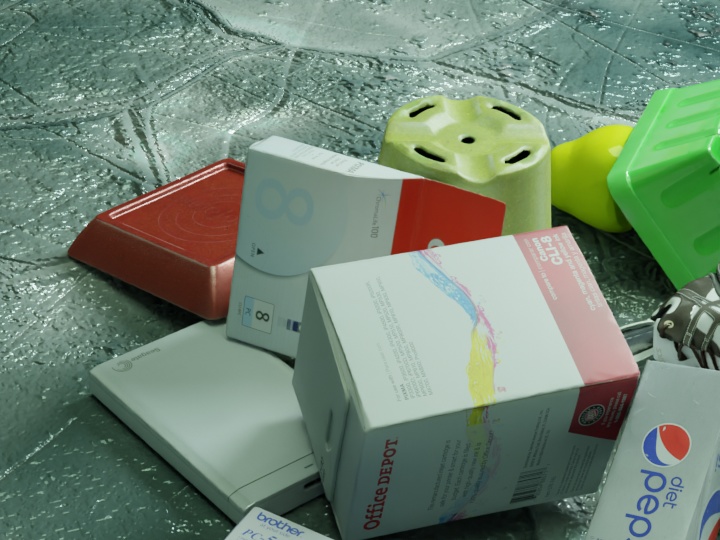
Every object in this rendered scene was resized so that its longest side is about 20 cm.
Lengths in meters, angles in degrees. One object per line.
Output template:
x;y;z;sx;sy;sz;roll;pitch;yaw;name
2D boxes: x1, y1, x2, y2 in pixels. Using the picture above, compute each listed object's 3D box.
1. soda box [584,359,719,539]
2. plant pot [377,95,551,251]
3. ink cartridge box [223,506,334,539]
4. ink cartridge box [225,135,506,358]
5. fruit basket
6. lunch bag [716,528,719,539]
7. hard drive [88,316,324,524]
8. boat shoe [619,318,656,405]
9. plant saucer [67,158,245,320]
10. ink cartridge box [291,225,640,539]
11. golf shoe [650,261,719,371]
0.198;0.162;1.158;0.068;0.064;0.201;8;59;29;soda box
0.078;-0.033;1.411;0.199;0.185;0.201;3;34;-2;plant pot
0.006;0.228;1.093;0.199;0.094;0.044;20;36;22;ink cartridge box
0.000;0.000;1.335;0.199;0.161;0.047;17;24;18;ink cartridge box
0.266;-0.074;1.569;0.215;0.156;0.216;-35;12;9;fruit basket
0.316;0.146;1.259;0.199;0.083;0.161;-24;42;-35;lunch bag
-0.096;0.109;1.322;0.132;0.027;0.200;-23;41;-34;hard drive
0.221;0.067;1.375;0.199;0.076;0.060;-15;44;-27;boat shoe
-0.119;-0.038;1.504;0.199;0.037;0.200;22;37;40;plant saucer
0.066;0.079;1.229;0.199;0.146;0.145;-9;52;-16;ink cartridge box
0.262;0.061;1.261;0.094;0.078;0.200;-23;16;8;golf shoe
